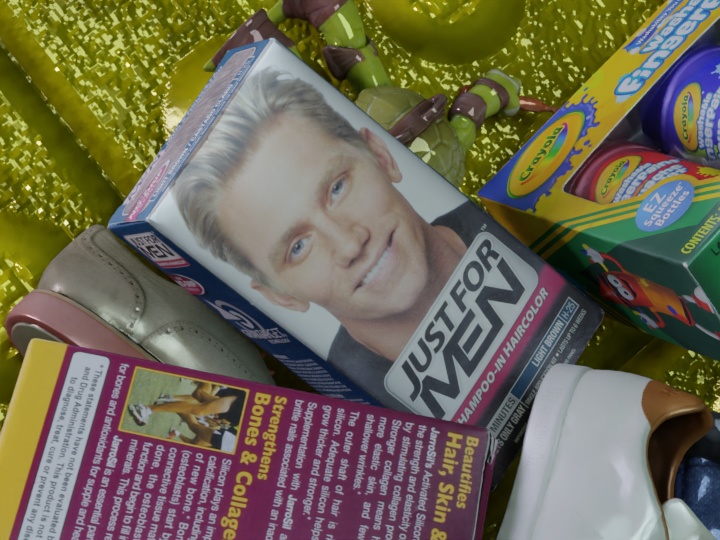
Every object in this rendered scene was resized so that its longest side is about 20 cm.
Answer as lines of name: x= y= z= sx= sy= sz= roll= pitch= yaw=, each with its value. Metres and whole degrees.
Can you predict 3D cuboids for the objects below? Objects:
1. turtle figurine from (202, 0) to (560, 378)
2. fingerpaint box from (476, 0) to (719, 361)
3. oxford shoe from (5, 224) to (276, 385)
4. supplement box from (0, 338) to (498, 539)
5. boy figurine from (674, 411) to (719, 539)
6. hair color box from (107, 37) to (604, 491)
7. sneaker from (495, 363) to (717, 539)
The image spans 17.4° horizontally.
turtle figurine: x=0.003 y=-0.057 z=1.101 sx=0.161 sy=0.064 sz=0.200 roll=47 pitch=66 yaw=-1
fingerpaint box: x=0.177 y=-0.064 z=1.062 sx=0.200 sy=0.167 sz=0.073 roll=-45 pitch=119 yaw=-13
oxford shoe: x=-0.057 y=0.052 z=1.052 sx=0.200 sy=0.071 sz=0.074 roll=36 pitch=61 yaw=-8
supplement box: x=-0.056 y=0.123 z=0.959 sx=0.199 sy=0.103 sz=0.131 roll=12 pitch=50 yaw=1
boy figurine: x=0.130 y=0.161 z=0.999 sx=0.124 sy=0.064 sz=0.201 roll=7 pitch=62 yaw=-8
hair color box: x=0.000 y=0.000 z=1.033 sx=0.200 sy=0.060 sz=0.100 roll=38 pitch=75 yaw=-17
sneaker: x=0.096 y=0.132 z=0.944 sx=0.084 sy=0.073 sz=0.201 roll=5 pitch=67 yaw=23
